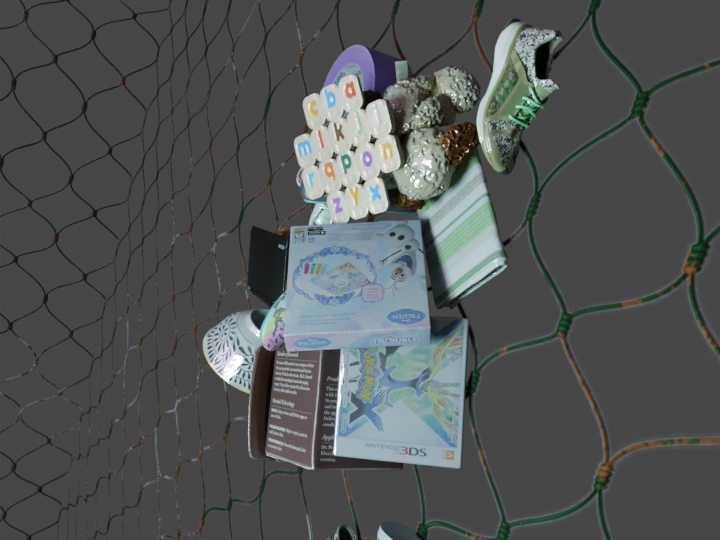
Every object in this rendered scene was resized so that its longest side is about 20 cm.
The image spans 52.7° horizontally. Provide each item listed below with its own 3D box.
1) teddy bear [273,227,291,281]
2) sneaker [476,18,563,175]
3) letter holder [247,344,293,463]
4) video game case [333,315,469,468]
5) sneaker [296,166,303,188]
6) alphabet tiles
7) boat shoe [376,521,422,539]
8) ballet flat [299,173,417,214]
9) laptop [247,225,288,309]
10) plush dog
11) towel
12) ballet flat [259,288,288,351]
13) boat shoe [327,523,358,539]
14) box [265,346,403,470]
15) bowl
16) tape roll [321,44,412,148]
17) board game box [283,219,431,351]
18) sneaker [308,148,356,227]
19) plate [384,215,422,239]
[{"bbox_3d":[-0.122,-0.008,1.380,0.200,0.066,0.146,37,158,57],"label":"teddy bear"},{"bbox_3d":[0.210,-0.224,0.933,0.088,0.076,0.203,15,97,50],"label":"sneaker"},{"bbox_3d":[-0.115,0.234,1.276,0.100,0.140,0.203,-12,72,57],"label":"letter holder"},{"bbox_3d":[0.057,0.163,1.011,0.022,0.179,0.203,36,-123,-74],"label":"video game case"},{"bbox_3d":[-0.071,-0.206,1.358,0.076,0.103,0.202,-52,41,42],"label":"sneaker"},{"bbox_3d":[-0.020,-0.173,1.064,0.198,0.014,0.199,-13,93,44],"label":"alphabet tiles"},{"bbox_3d":[0.077,0.429,0.985,0.200,0.070,0.092,-159,78,-66],"label":"boat shoe"},{"bbox_3d":[-0.001,-0.134,1.147,0.073,0.197,0.074,7,-90,-80],"label":"ballet flat"},{"bbox_3d":[-0.135,0.028,1.372,0.104,0.200,0.177,-52,30,-10],"label":"laptop"},{"bbox_3d":[0.084,-0.185,1.048,0.200,0.159,0.173,-50,49,39],"label":"plush dog"},{"bbox_3d":[0.144,-0.061,1.042,0.149,0.030,0.203,-41,46,45],"label":"towel"},{"bbox_3d":[-0.072,0.042,1.082,0.070,0.201,0.070,10,136,32],"label":"ballet flat"},{"bbox_3d":[-0.012,0.486,1.109,0.064,0.070,0.201,-62,34,29],"label":"boat shoe"},{"bbox_3d":[-0.035,0.198,1.129,0.163,0.164,0.203,-9,74,58],"label":"box"},{"bbox_3d":[-0.189,0.134,1.375,0.095,0.199,0.202,-59,37,25],"label":"bowl"},{"bbox_3d":[0.005,-0.282,1.271,0.199,0.084,0.203,-25,61,54],"label":"tape roll"},{"bbox_3d":[-0.005,0.017,1.030,0.044,0.197,0.201,85,-176,-49],"label":"board game box"},{"bbox_3d":[-0.040,-0.112,1.228,0.080,0.070,0.202,-50,-14,-55],"label":"sneaker"},{"bbox_3d":[0.000,0.000,1.153,0.198,0.032,0.202,-4,56,46],"label":"plate"}]
